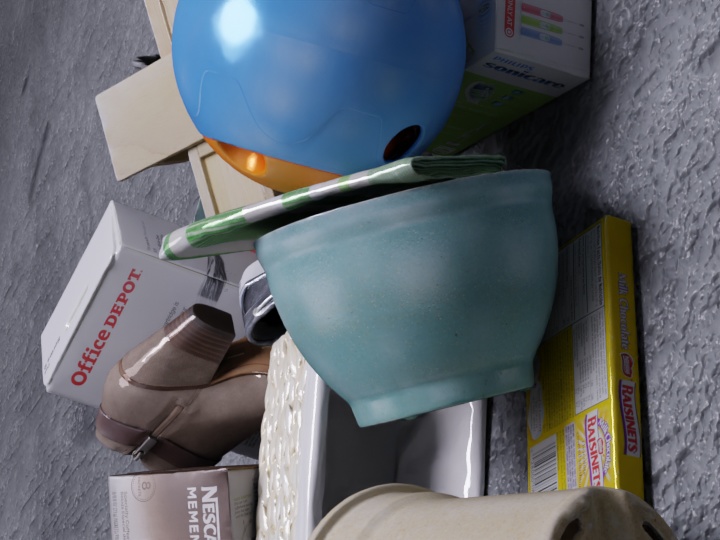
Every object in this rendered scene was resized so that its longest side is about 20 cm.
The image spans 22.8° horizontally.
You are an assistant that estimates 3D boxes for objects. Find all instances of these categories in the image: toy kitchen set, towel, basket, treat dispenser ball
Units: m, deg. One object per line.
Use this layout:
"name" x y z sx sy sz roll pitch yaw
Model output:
"toy kitchen set" -0.085 -0.127 1.416 0.163 0.180 0.202 -20 85 44
"towel" -0.016 -0.040 1.159 0.199 0.152 0.024 -15 86 29
"basket" 0.005 0.134 1.280 0.123 0.134 0.202 149 129 -62
"treat dispenser ball" -0.028 -0.150 1.208 0.201 0.199 0.203 -39 45 53

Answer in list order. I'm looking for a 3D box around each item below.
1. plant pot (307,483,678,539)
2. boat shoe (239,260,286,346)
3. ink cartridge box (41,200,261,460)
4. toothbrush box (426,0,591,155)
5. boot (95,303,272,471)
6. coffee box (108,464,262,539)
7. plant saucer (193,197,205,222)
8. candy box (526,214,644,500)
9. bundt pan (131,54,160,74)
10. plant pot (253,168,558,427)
"plant pot" 0.089 0.207 1.033 0.183 0.199 0.202 -23 57 46
"boat shoe" 0.000 0.000 1.329 0.199 0.072 0.068 -22 37 10
"ink cartridge box" -0.139 0.049 1.439 0.147 0.199 0.084 -59 26 21
"toothbrush box" 0.084 -0.186 1.320 0.200 0.085 0.147 -24 58 58
"boot" -0.102 0.111 1.392 0.147 0.199 0.070 -53 19 26
"coffee box" -0.116 0.247 1.323 0.114 0.080 0.202 -6 85 29
"plant saucer" -0.112 -0.008 1.619 0.201 0.038 0.203 9 -90 -78
"candy box" 0.141 0.075 1.143 0.102 0.026 0.202 -36 47 53
"bundt pan" -0.105 -0.142 1.574 0.202 0.200 0.076 -149 63 -64
"plant pot" 0.041 0.025 1.155 0.200 0.199 0.135 -20 81 60
